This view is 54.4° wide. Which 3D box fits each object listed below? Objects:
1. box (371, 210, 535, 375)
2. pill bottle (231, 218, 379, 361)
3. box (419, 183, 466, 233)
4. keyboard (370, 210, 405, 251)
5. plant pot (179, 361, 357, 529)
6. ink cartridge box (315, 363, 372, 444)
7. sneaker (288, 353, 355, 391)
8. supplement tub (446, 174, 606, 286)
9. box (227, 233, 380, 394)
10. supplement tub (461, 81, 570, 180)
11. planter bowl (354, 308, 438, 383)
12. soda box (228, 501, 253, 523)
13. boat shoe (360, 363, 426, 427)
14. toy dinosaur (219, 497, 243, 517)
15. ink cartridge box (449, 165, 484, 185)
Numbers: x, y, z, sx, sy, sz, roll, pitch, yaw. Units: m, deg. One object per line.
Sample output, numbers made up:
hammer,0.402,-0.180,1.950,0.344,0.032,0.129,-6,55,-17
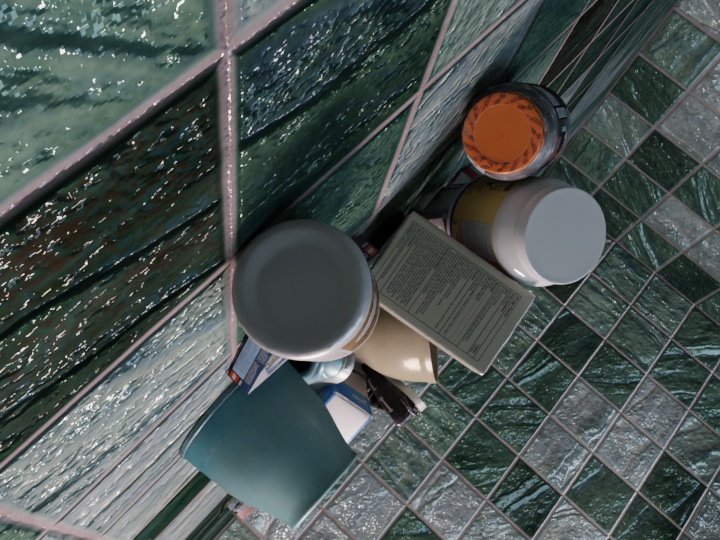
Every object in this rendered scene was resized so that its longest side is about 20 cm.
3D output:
box,0.111,0.031,0.954,0.128,0.200,0.109,-55,180,-3
pill bottle,-0.040,0.027,0.649,0.114,0.114,0.200,-48,171,-3
box,0.151,-0.020,1.128,0.048,0.200,0.158,-5,-158,25
keyboard,0.000,0.000,1.035,0.200,0.040,0.104,-48,149,-5
plant pot,-0.115,0.250,0.988,0.200,0.188,0.200,-47,172,-9
ink cartridge box,-0.065,0.222,1.190,0.145,0.084,0.200,-50,-161,13
sneaker,-0.096,0.153,1.114,0.200,0.082,0.074,-34,-143,42
supplement tub,0.222,-0.058,0.964,0.145,0.145,0.200,-48,-159,-8
box,-0.067,0.051,0.861,0.200,0.038,0.137,-40,168,-44
supplement tub,0.204,-0.183,0.916,0.123,0.123,0.200,-53,170,25
planter bowl,0.051,0.087,1.142,0.134,0.201,0.200,-6,177,10
soda box,-0.375,0.751,2.222,0.064,0.068,0.200,-45,170,-23
boat shoe,0.038,0.210,1.193,0.060,0.074,0.200,-43,-152,-12
toy dinosaur,-0.354,0.668,2.058,0.200,0.047,0.088,-39,152,-47
ink cartridge box,0.204,-0.120,1.306,0.147,0.083,0.200,-55,169,29
